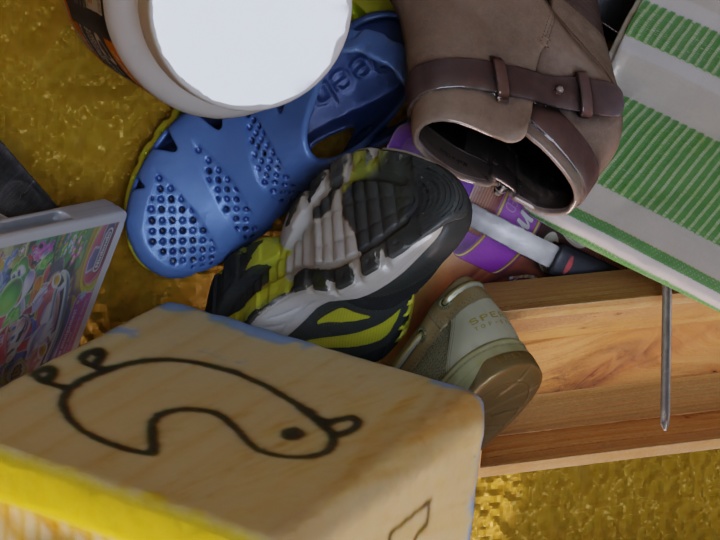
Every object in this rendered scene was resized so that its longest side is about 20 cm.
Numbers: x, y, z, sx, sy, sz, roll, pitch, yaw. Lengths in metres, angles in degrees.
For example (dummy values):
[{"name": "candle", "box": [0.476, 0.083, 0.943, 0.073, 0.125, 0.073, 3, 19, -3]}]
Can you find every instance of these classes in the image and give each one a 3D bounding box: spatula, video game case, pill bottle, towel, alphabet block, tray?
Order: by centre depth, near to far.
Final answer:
[{"name": "alphabet block", "box": [-0.075, 0.151, 1.113, 0.194, 0.200, 0.198, 14, 112, 24]}, {"name": "pill bottle", "box": [-0.075, -0.136, 1.141, 0.115, 0.200, 0.118, -3, 102, -15]}, {"name": "video game case", "box": [-0.189, 0.042, 1.150, 0.018, 0.200, 0.144, 28, 107, 17]}, {"name": "towel", "box": [0.192, -0.085, 1.219, 0.152, 0.023, 0.201, 28, 84, 18]}, {"name": "spatula", "box": [0.087, -0.014, 1.250, 0.199, 0.021, 0.057, 26, 94, -24]}, {"name": "tray", "box": [0.148, 0.049, 1.269, 0.198, 0.037, 0.099, -5, 118, -17]}]

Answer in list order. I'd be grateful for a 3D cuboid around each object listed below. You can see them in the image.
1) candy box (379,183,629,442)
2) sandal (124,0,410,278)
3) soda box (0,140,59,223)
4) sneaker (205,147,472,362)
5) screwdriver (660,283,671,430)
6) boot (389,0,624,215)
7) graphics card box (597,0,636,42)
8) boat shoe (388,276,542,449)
[{"name": "candy box", "box": [0.091, -0.017, 1.292, 0.116, 0.056, 0.201, 34, 92, -22]}, {"name": "sandal", "box": [-0.039, -0.070, 1.227, 0.200, 0.087, 0.080, -42, 112, -3]}, {"name": "soda box", "box": [-0.238, 0.016, 1.150, 0.071, 0.063, 0.200, 50, 57, -18]}, {"name": "sneaker", "box": [0.000, 0.000, 1.194, 0.084, 0.200, 0.075, 18, 61, -31]}, {"name": "screwdriver", "box": [0.158, -0.015, 1.237, 0.028, 0.029, 0.202, 7, 77, -14]}, {"name": "boot", "box": [0.045, -0.116, 1.175, 0.199, 0.147, 0.070, 25, 137, -11]}, {"name": "graphics card box", "box": [0.113, -0.208, 1.261, 0.199, 0.051, 0.126, 28, 93, -21]}, {"name": "boat shoe", "box": [0.012, 0.088, 1.224, 0.073, 0.063, 0.201, -2, 143, -45]}]
